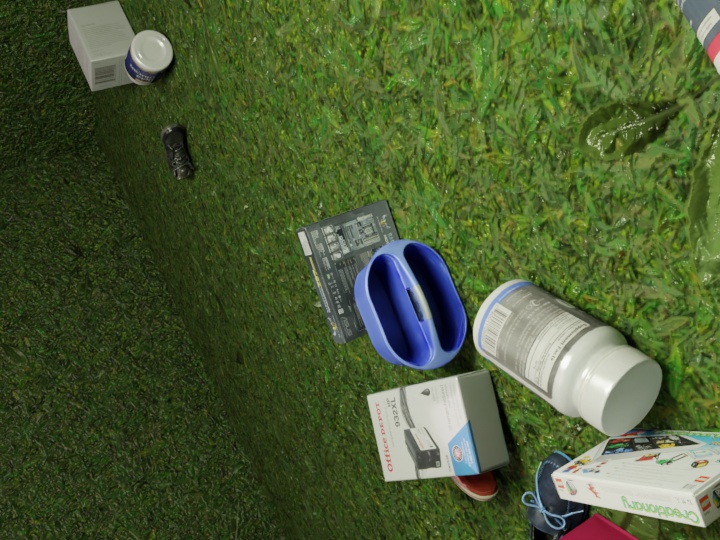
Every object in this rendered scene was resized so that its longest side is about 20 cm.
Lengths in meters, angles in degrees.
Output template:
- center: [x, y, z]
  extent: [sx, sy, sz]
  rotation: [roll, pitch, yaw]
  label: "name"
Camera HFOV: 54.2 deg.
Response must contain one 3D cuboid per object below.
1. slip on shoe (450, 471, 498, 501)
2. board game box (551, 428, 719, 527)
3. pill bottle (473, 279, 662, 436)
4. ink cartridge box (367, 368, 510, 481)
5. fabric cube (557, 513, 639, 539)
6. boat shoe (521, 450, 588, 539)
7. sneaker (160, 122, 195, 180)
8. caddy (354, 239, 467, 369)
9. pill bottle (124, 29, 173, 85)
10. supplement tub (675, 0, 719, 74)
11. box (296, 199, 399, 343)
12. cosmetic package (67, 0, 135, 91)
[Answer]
- center: [0.165, 0.283, 1.158]
  extent: [0.200, 0.074, 0.061]
  rotation: [64, 152, 22]
  label: "slip on shoe"
- center: [0.312, 0.208, 0.735]
  extent: [0.200, 0.126, 0.035]
  rotation: [-23, 88, 65]
  label: "board game box"
- center: [0.236, 0.098, 0.819]
  extent: [0.200, 0.114, 0.114]
  rotation: [36, 140, 49]
  label: "pill bottle"
- center: [0.117, 0.246, 1.103]
  extent: [0.200, 0.084, 0.145]
  rotation: [-22, 77, 45]
  label: "ink cartridge box"
- center: [0.302, 0.467, 0.871]
  extent: [0.200, 0.199, 0.197]
  rotation: [21, 128, 58]
  label: "fabric cube"
- center: [0.273, 0.347, 0.988]
  extent: [0.084, 0.069, 0.200]
  rotation: [29, 134, 54]
  label: "boat shoe"
- center: [-0.531, -0.343, 2.063]
  extent: [0.114, 0.076, 0.199]
  rotation: [58, 156, 17]
  label: "sneaker"
- center: [0.078, 0.053, 1.070]
  extent: [0.200, 0.141, 0.105]
  rotation: [67, 160, 2]
  label: "caddy"
- center: [-0.595, -0.583, 1.958]
  extent: [0.200, 0.111, 0.111]
  rotation: [-5, 105, 64]
  label: "pill bottle"
- center: [0.264, -0.242, 0.468]
  extent: [0.200, 0.140, 0.140]
  rotation: [64, 155, 10]
  label: "supplement tub"
- center: [0.000, 0.000, 1.162]
  extent: [0.051, 0.158, 0.200]
  rotation: [-6, 104, 65]
  label: "box"
- center: [-0.806, -0.708, 2.221]
  extent: [0.200, 0.165, 0.165]
  rotation: [64, 154, 10]
  label: "cosmetic package"
